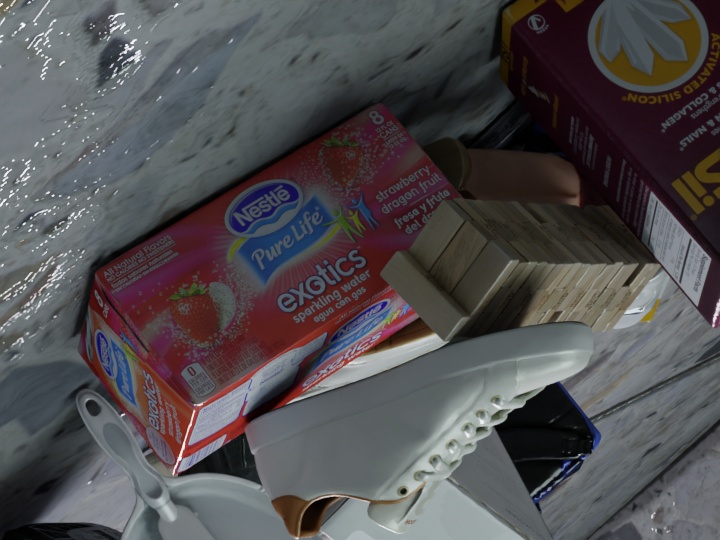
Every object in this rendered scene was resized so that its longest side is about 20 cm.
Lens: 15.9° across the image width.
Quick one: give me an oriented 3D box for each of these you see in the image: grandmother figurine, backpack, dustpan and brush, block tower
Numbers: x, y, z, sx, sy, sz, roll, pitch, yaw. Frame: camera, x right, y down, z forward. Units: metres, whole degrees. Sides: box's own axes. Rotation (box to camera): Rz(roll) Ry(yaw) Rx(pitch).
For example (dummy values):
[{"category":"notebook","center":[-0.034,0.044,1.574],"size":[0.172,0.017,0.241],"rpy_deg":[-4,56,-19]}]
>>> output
[{"category":"grandmother figurine","center":[0.120,-0.037,1.516],"size":[0.200,0.061,0.122],"rpy_deg":[-4,113,-38]},{"category":"backpack","center":[0.069,0.139,1.977],"size":[0.200,0.163,0.168],"rpy_deg":[-40,170,2]},{"category":"dustpan and brush","center":[-0.109,0.152,1.525],"size":[0.139,0.200,0.057],"rpy_deg":[-37,-175,-10]},{"category":"block tower","center":[0.093,-0.001,1.398],"size":[0.200,0.054,0.058],"rpy_deg":[-3,133,-57]}]

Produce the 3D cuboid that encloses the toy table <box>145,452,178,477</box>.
[{"category":"toy table","center":[-0.064,0.175,1.762],"size":[0.117,0.184,0.200],"rpy_deg":[-33,-166,-15]}]

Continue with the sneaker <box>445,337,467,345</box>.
[{"category":"sneaker","center":[0.000,0.000,1.554],"size":[0.199,0.115,0.076],"rpy_deg":[-11,-168,13]}]

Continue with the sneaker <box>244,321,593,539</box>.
[{"category":"sneaker","center":[0.040,0.088,1.356],"size":[0.200,0.085,0.073],"rpy_deg":[-22,168,22]}]

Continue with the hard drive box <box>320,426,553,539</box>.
[{"category":"hard drive box","center":[0.030,0.122,1.628],"size":[0.077,0.156,0.200],"rpy_deg":[-46,-152,11]}]

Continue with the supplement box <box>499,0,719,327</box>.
[{"category":"supplement box","center":[0.180,-0.085,1.434],"size":[0.110,0.200,0.086],"rpy_deg":[-35,161,-11]}]

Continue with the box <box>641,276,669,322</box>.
[{"category":"box","center":[0.206,-0.062,1.745],"size":[0.200,0.041,0.119],"rpy_deg":[-69,161,7]}]

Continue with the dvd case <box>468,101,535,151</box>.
[{"category":"dvd case","center":[0.139,-0.101,1.684],"size":[0.149,0.016,0.200],"rpy_deg":[-44,166,20]}]

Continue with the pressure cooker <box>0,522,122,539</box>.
[{"category":"pressure cooker","center":[-0.189,0.250,1.618],"size":[0.178,0.176,0.200],"rpy_deg":[-23,166,31]}]

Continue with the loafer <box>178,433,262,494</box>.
[{"category":"loafer","center":[-0.082,0.142,1.616],"size":[0.072,0.063,0.200],"rpy_deg":[-31,131,-37]}]

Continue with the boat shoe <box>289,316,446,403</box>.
[{"category":"boat shoe","center":[-0.029,0.049,1.502],"size":[0.200,0.071,0.069],"rpy_deg":[-14,138,7]}]

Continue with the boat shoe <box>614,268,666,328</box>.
[{"category":"boat shoe","center":[0.094,-0.009,1.610],"size":[0.199,0.074,0.065],"rpy_deg":[1,153,-10]}]

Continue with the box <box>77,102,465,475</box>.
[{"category":"box","center":[-0.045,0.009,1.395],"size":[0.200,0.096,0.100],"rpy_deg":[-32,164,-24]}]

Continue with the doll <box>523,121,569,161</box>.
[{"category":"doll","center":[0.132,-0.078,1.602],"size":[0.136,0.049,0.200],"rpy_deg":[-17,155,-21]}]
